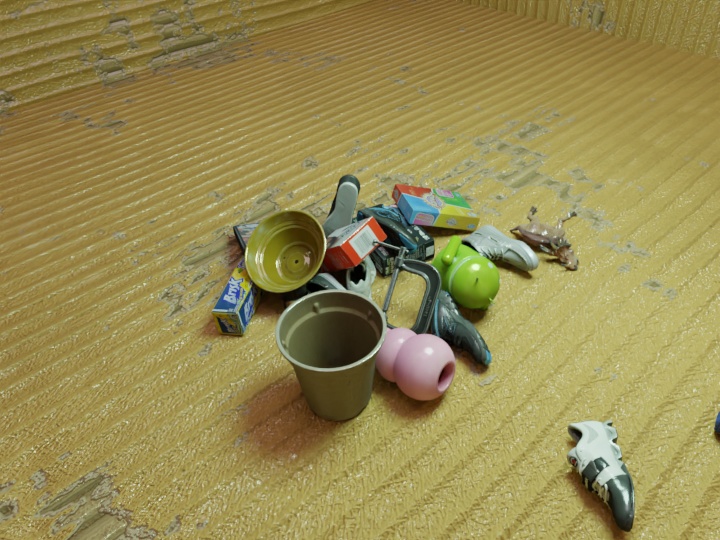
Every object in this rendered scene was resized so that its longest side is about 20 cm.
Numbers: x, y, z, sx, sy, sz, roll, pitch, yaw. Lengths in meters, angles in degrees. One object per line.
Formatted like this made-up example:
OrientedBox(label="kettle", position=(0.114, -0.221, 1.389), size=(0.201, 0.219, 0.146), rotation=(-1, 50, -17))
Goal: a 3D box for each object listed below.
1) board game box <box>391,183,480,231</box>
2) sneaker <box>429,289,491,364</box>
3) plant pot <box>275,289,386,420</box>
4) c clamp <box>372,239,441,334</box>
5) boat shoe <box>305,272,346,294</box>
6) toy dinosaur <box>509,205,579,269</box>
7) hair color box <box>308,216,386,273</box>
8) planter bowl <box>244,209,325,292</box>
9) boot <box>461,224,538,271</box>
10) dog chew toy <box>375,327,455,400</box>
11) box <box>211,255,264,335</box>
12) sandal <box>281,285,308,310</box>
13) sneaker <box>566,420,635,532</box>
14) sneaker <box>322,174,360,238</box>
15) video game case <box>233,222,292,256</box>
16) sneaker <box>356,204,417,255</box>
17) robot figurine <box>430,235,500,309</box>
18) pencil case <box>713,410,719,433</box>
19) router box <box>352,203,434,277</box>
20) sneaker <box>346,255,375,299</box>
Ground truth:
OrientedBox(label="board game box", position=(0.199, -0.169, 1.488), size=(0.197, 0.041, 0.154), rotation=(4, 33, -21))
OrientedBox(label="sneaker", position=(0.200, 0.133, 1.173), size=(0.082, 0.073, 0.201), rotation=(-37, 47, 1))
OrientedBox(label="plant pot", position=(-0.048, 0.171, 1.040), size=(0.197, 0.185, 0.202), rotation=(-2, 39, 2))
OrientedBox(label="c clamp", position=(0.088, 0.047, 1.207), size=(0.169, 0.203, 0.027), rotation=(12, 0, 20))
OrientedBox(label="boat shoe", position=(-0.044, 0.077, 1.231), size=(0.056, 0.069, 0.199), rotation=(-21, 45, -40))
OrientedBox(label="toy dinosaur", position=(0.457, -0.085, 1.394), size=(0.198, 0.087, 0.136), rotation=(16, 50, 30))
OrientedBox(label="hair color box", position=(-0.036, -0.056, 1.311), size=(0.111, 0.064, 0.199), rotation=(-43, 13, -24))
OrientedBox(label="planter bowl", position=(-0.161, -0.033, 1.291), size=(0.197, 0.084, 0.203), rotation=(-6, 69, 15))
OrientedBox(label="boot", position=(0.333, -0.040, 1.364), size=(0.095, 0.074, 0.200), rotation=(-27, 36, -17))
OrientedBox(label="dog chew toy", position=(0.085, 0.169, 1.089), size=(0.199, 0.126, 0.124), rotation=(21, 45, 38))
OrientedBox(label="box", position=(-0.271, 0.054, 1.288), size=(0.063, 0.071, 0.201), rotation=(2, 40, 12))
OrientedBox(label="sandal", position=(-0.133, 0.074, 1.264), size=(0.081, 0.055, 0.201), rotation=(-15, 41, -13))
OrientedBox(label="sneaker", position=(0.384, 0.330, 0.908), size=(0.087, 0.075, 0.201), rotation=(2, 30, 7))
OrientedBox(label="sneaker", position=(-0.045, -0.156, 1.435), size=(0.070, 0.202, 0.100), rotation=(20, 35, -3))
OrientedBox(label="video game case", position=(-0.225, -0.090, 1.436), size=(0.178, 0.026, 0.200), rotation=(-10, 24, -17))
OrientedBox(label="sneaker", position=(0.076, -0.109, 1.343), size=(0.081, 0.074, 0.200), rotation=(-27, 46, -26))
OrientedBox(label="robot figurine", position=(0.232, 0.012, 1.241), size=(0.115, 0.176, 0.200), rotation=(-42, 24, 0))
OrientedBox(label="pencil case", position=(0.708, 0.282, 0.928), size=(0.199, 0.078, 0.087), rotation=(29, 79, 33))
OrientedBox(label="router box", position=(0.076, -0.082, 1.430), size=(0.148, 0.063, 0.200), rotation=(-21, 43, -18))
OrientedBox(label="sneaker", position=(0.000, 0.000, 1.314), size=(0.075, 0.093, 0.201), rotation=(-2, 40, 1))
